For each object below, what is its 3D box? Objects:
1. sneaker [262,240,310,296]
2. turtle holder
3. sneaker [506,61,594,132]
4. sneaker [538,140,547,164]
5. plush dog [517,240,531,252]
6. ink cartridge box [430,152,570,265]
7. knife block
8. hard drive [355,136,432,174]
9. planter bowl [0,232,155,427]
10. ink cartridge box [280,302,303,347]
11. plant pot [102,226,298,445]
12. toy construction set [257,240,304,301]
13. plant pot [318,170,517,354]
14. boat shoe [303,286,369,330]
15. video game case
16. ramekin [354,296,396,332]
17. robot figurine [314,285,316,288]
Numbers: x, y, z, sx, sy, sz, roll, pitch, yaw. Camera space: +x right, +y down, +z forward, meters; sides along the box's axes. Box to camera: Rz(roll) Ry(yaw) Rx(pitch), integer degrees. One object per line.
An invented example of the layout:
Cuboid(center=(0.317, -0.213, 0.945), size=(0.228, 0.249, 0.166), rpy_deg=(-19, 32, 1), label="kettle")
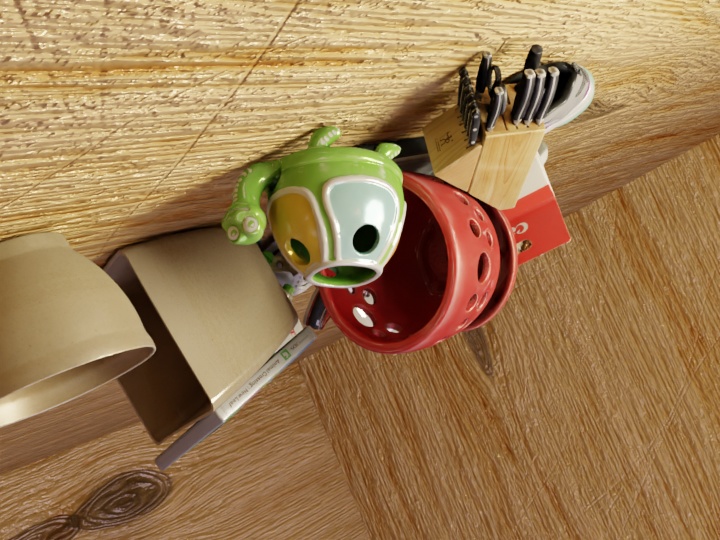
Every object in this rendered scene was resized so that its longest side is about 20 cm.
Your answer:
Cuboid(center=(-0.085, -0.015, 1.383), size=(0.076, 0.082, 0.200), rpy_deg=(-26, 174, -35), label="sneaker")
Cuboid(center=(-0.035, -0.060, 0.994), size=(0.139, 0.134, 0.184), rpy_deg=(-18, 158, 31), label="turtle holder")
Cuboid(center=(0.176, -0.181, 1.149), size=(0.199, 0.078, 0.139), rpy_deg=(-39, 167, 17), label="sneaker")
Cuboid(center=(0.177, -0.097, 1.326), size=(0.200, 0.071, 0.080), rpy_deg=(-44, 134, 6), label="sneaker")
Cuboid(center=(0.164, -0.078, 1.423), size=(0.197, 0.174, 0.161), rpy_deg=(-24, 174, -10), label="plush dog")
Cuboid(center=(0.162, -0.092, 1.251), size=(0.159, 0.203, 0.050), rpy_deg=(-27, 140, 18), label="ink cartridge box")
Cuboid(center=(0.163, -0.155, 1.050), size=(0.174, 0.065, 0.198), rpy_deg=(-30, 149, 31), label="knife block")
Cuboid(center=(0.021, -0.119, 1.212), size=(0.139, 0.033, 0.198), rpy_deg=(-31, 171, 38), label="hard drive")
Cuboid(center=(-0.303, 0.050, 0.901), size=(0.197, 0.137, 0.200), rpy_deg=(-24, 173, -3), label="planter bowl")
Cuboid(center=(-0.196, 0.080, 1.451), size=(0.198, 0.147, 0.083), rpy_deg=(-20, 172, -37), label="ink cartridge box")
Cuboid(center=(-0.195, 0.058, 1.179), size=(0.176, 0.202, 0.199), rpy_deg=(-31, 179, -37), label="plant pot")
Cuboid(center=(-0.121, 0.014, 1.312), size=(0.200, 0.130, 0.093), rpy_deg=(-45, -169, 49), label="toy construction set")
Cuboid(center=(0.072, -0.015, 1.149), size=(0.199, 0.204, 0.181), rpy_deg=(-29, 168, 34), label="plant pot")
Cuboid(center=(0.000, 0.000, 1.264), size=(0.201, 0.062, 0.071), rpy_deg=(-53, 173, -18), label="boat shoe")
Cuboid(center=(-0.158, 0.162, 1.236), size=(0.182, 0.022, 0.200), rpy_deg=(-42, 180, -42), label="video game case")
Cuboid(center=(0.025, 0.026, 1.651), size=(0.097, 0.203, 0.200), rpy_deg=(-32, 172, 7), label="ramekin")
Cuboid(center=(-0.009, -0.021, 1.417), size=(0.115, 0.146, 0.200), rpy_deg=(-13, 166, -25), label="robot figurine")
